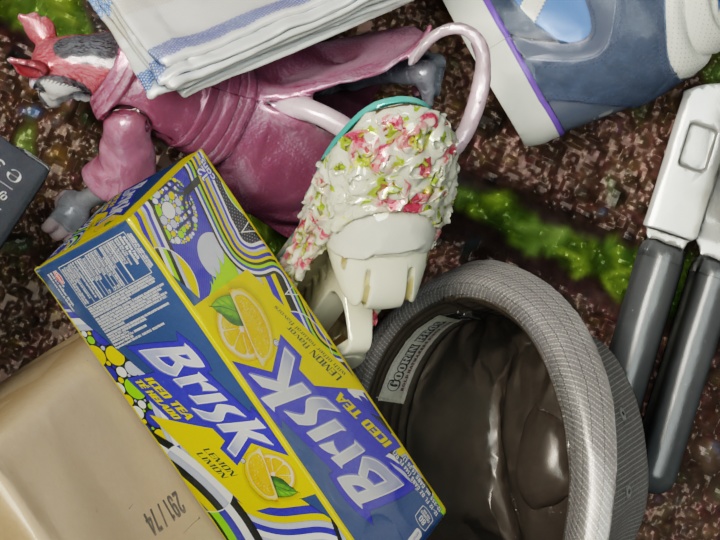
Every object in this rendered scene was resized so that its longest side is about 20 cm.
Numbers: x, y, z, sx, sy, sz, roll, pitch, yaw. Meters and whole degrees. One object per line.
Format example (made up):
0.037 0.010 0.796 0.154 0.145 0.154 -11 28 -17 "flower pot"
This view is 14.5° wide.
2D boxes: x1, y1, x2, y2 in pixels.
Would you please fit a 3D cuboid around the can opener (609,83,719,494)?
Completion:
0.156 0.006 1.346 0.053 0.067 0.201 17 88 -7 "can opener"

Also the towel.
-0.073 -0.171 1.270 0.146 0.024 0.201 -23 60 -20 "towel"

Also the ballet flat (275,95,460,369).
0.000 0.000 1.263 0.075 0.200 0.064 -2 61 -20 "ballet flat"

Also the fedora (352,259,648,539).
0.070 0.099 1.303 0.090 0.176 0.202 9 69 -44 "fedora"

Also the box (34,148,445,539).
-0.050 0.054 1.243 0.064 0.070 0.201 -25 105 38 "box"

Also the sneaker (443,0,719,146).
0.097 -0.171 1.318 0.146 0.081 0.201 -28 101 5 "sneaker"

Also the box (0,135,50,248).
-0.252 0.006 1.203 0.148 0.107 0.201 34 61 -8 "box"

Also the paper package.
-0.115 0.141 1.236 0.103 0.200 0.191 -30 96 22 "paper package"

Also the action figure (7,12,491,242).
-0.064 -0.069 1.274 0.199 0.149 0.135 14 85 -28 "action figure"
